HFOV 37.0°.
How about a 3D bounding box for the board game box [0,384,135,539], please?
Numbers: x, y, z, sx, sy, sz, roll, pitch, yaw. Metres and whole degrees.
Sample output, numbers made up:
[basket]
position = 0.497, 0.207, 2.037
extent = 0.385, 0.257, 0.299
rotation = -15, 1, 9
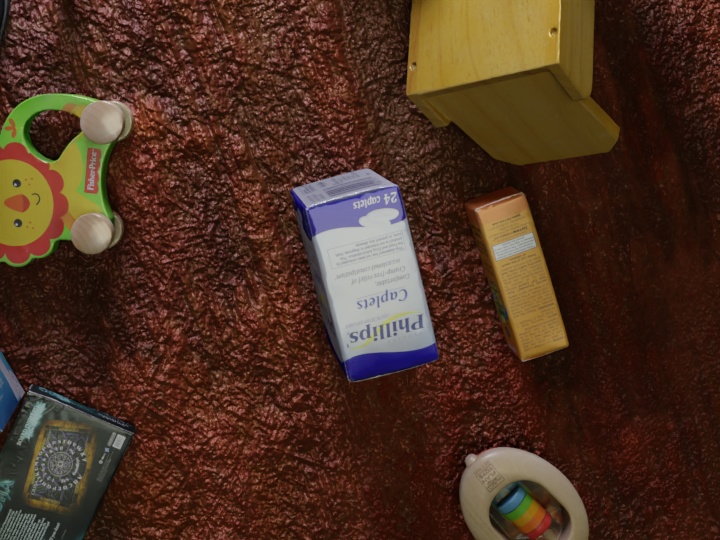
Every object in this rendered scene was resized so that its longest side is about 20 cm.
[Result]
[board game box]
position = -0.373, 0.252, 1.291
extent = 0.135, 0.028, 0.200
rotation = 26, 97, -11

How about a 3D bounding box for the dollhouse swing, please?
[dollhouse swing]
position = 0.185, -0.233, 1.203
extent = 0.176, 0.200, 0.182
rotation = 14, 76, -45

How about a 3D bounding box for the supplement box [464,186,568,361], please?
[supplement box]
position = 0.188, 0.005, 1.296
extent = 0.069, 0.067, 0.200
rotation = -21, 102, -3

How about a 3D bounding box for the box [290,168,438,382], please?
[box]
position = 0.000, 0.000, 1.210
extent = 0.105, 0.184, 0.200
rotation = -15, 102, -5

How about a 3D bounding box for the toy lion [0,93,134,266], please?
[toy lion]
position = -0.363, -0.102, 1.211
extent = 0.191, 0.069, 0.201
rotation = 8, 100, -1

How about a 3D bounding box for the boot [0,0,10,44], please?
[boot]
position = -0.409, -0.253, 1.098
extent = 0.065, 0.200, 0.165
rotation = 2, 101, -8

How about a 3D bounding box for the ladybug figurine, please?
[ladybug figurine]
position = 0.200, 0.295, 1.352
extent = 0.136, 0.072, 0.200
rotation = -41, 104, 2

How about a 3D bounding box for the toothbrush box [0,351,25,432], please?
[toothbrush box]
position = -0.467, 0.090, 1.188
extent = 0.085, 0.146, 0.200
rotation = -27, 102, -2
